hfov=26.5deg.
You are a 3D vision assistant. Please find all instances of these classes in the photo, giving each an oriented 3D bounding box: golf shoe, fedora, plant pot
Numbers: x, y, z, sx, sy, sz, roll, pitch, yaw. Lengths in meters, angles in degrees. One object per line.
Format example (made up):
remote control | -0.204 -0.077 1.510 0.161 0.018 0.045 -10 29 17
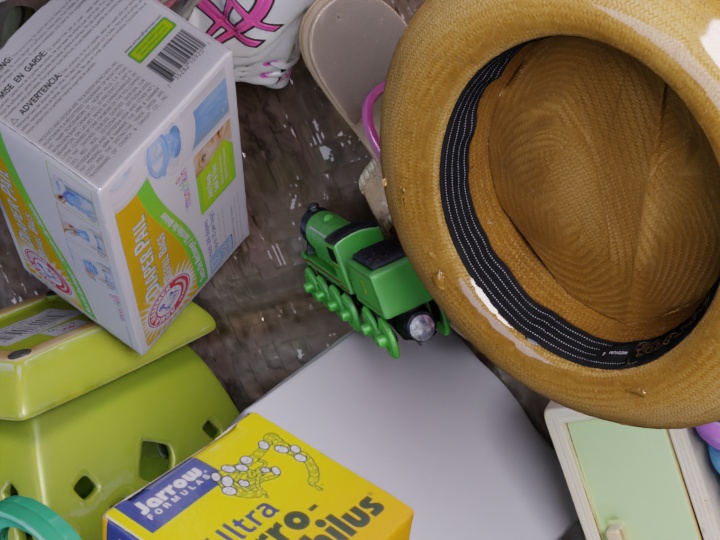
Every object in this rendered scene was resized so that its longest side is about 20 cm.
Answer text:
golf shoe | -0.051 -0.148 0.839 0.199 0.073 0.092 -9 126 49
fedora | 0.098 -0.038 0.576 0.199 0.082 0.202 24 133 28
plant pot | -0.199 0.119 1.026 0.198 0.199 0.184 1 108 41

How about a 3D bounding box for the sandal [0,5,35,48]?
sandal | -0.234 -0.102 0.916 0.057 0.202 0.080 13 125 -4

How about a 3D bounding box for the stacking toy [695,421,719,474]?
stacking toy | 0.219 0.120 0.750 0.085 0.085 0.202 0 121 41

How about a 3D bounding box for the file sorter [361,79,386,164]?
file sorter | 0.117 -0.075 0.684 0.199 0.125 0.140 -27 95 46

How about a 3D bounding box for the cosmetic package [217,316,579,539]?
cosmetic package | -0.008 0.152 0.893 0.168 0.166 0.200 49 134 8

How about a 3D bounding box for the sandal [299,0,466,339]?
sandal | 0.030 -0.060 0.821 0.213 0.077 0.070 58 173 -22

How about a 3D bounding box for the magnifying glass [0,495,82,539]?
magnifying glass | -0.112 0.182 0.711 0.199 0.022 0.080 38 132 20

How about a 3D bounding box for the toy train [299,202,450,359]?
toy train | 0.000 0.000 0.824 0.057 0.041 0.200 69 169 -15

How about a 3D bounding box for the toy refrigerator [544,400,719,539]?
toy refrigerator | 0.167 0.146 0.798 0.075 0.070 0.202 -11 107 33

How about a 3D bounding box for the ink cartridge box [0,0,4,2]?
ink cartridge box | -0.094 -0.215 0.736 0.147 0.200 0.086 -20 101 44

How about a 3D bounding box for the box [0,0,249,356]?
box | -0.139 -0.057 0.876 0.101 0.113 0.201 34 157 16

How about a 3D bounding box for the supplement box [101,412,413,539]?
supplement box | -0.055 0.194 0.761 0.109 0.109 0.202 26 128 28
